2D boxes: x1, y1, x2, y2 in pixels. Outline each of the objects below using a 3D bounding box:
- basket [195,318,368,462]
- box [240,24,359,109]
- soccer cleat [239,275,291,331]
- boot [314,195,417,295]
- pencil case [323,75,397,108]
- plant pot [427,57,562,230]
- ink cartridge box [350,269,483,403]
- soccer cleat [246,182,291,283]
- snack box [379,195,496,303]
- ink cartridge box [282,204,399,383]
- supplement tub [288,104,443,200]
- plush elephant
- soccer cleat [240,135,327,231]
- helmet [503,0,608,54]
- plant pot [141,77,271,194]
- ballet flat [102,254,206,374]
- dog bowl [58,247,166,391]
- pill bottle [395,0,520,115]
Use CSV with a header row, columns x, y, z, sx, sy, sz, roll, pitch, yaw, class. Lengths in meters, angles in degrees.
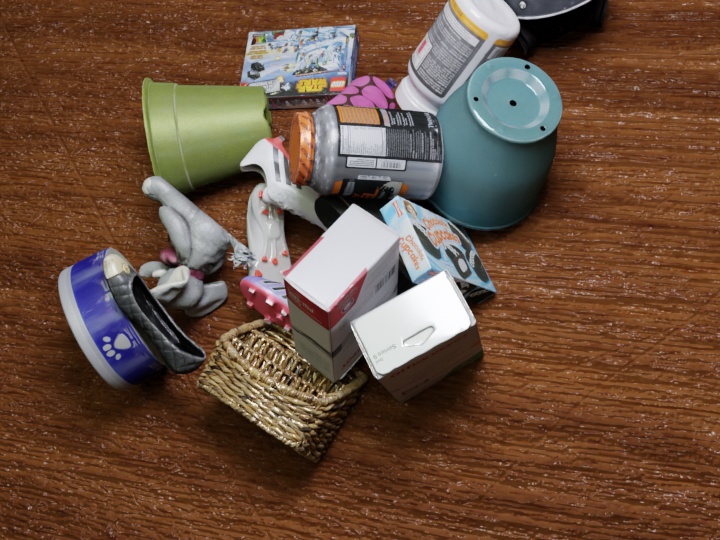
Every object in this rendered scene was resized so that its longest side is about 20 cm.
x,y,z,sx,sy,sz,roll,pitch,yaw,class
-0.113,0.151,1.193,0.198,0.143,0.150,29,79,23,basket
-0.105,-0.347,1.447,0.196,0.040,0.139,1,68,15,box
-0.085,0.054,1.257,0.198,0.067,0.077,27,56,8,soccer cleat
0.049,-0.069,1.219,0.200,0.077,0.138,47,60,2,boot
-0.008,-0.233,1.299,0.093,0.091,0.200,40,38,-3,pencil case
0.191,-0.190,1.191,0.196,0.189,0.203,3,65,-7,plant pot
0.081,0.094,1.129,0.144,0.200,0.088,-29,71,2,ink cartridge box
-0.147,-0.035,1.326,0.068,0.077,0.204,2,84,-23,soccer cleat
0.111,-0.025,1.175,0.037,0.199,0.117,-35,63,23,snack box
-0.022,0.035,1.125,0.082,0.201,0.147,34,63,20,ink cartridge box
0.005,-0.162,1.158,0.196,0.123,0.125,2,66,-14,supplement tub
-0.268,-0.012,1.287,0.199,0.165,0.156,36,84,28,plush elephant
-0.101,-0.112,1.271,0.085,0.069,0.201,-38,81,-12,soccer cleat
0.289,-0.449,1.299,0.196,0.191,0.203,-5,67,13,helmet
-0.236,-0.223,1.365,0.187,0.201,0.203,-9,66,-2,plant pot
-0.286,0.057,1.176,0.056,0.067,0.201,-29,106,22,ballet flat
-0.362,0.072,1.259,0.078,0.201,0.202,-27,64,0,dog bowl
0.142,-0.321,1.282,0.200,0.115,0.117,-51,56,38,pill bottle
